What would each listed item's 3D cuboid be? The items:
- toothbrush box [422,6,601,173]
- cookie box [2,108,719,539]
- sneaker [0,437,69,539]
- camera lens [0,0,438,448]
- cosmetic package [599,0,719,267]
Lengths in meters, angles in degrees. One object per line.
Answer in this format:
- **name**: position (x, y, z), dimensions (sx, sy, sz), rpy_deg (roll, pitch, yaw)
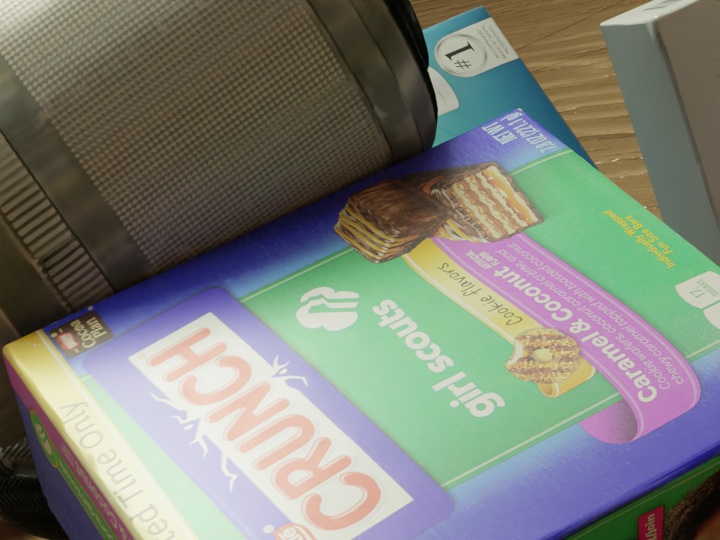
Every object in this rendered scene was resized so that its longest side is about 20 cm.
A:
- **toothbrush box**: position (0.000, 0.000, 0.792), dimensions (0.199, 0.147, 0.085), rpy_deg (-25, -22, -22)
- **cookie box**: position (0.016, 0.052, 0.585), dimensions (0.199, 0.076, 0.171), rpy_deg (-26, 43, -20)
- **sneaker**: position (-0.078, 0.069, 0.865), dimensions (0.198, 0.076, 0.115), rpy_deg (-13, 5, -16)
- **camera lens**: position (-0.085, -0.055, 0.666), dimensions (0.199, 0.160, 0.160), rpy_deg (-36, 14, -7)
- **cosmetic package**: position (0.208, -0.062, 0.747), dimensions (0.199, 0.152, 0.052), rpy_deg (-23, 11, -16)
